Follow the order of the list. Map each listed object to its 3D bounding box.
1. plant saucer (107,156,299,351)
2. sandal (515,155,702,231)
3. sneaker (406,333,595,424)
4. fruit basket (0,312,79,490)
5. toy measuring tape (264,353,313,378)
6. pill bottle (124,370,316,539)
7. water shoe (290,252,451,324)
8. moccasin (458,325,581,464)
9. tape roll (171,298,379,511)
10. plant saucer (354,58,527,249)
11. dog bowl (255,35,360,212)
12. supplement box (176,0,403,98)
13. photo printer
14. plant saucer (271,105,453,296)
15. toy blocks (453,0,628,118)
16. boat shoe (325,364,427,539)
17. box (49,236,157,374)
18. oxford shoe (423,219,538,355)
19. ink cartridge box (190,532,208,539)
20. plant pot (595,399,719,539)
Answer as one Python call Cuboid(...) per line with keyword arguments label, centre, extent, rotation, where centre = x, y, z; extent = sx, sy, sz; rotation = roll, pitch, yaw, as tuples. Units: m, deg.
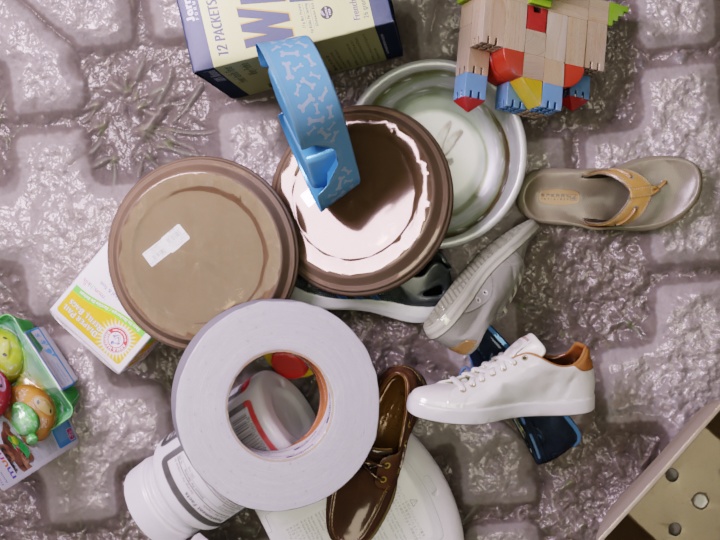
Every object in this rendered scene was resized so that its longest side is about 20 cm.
Cuboid(label="plant saucer", centre=(-0.161, -0.014, 1.181), extent=(0.198, 0.029, 0.202), rotation=(0, 95, 4))
Cuboid(label="sandal", centre=(0.267, -0.081, 1.249), extent=(0.198, 0.054, 0.081), rotation=(-2, 93, 4))
Cuboid(label="sneaker", centre=(0.141, 0.105, 1.185), extent=(0.198, 0.073, 0.085), rotation=(-4, 102, -14))
Cuboid(label="fruit basket", centre=(-0.376, 0.123, 1.228), extent=(0.093, 0.200, 0.186), rotation=(-33, 89, 6))
Cuboid(label="toy measuring tape", centre=(-0.106, 0.083, 1.283), extent=(0.198, 0.074, 0.074), rotation=(-1, 93, 19))
Cuboid(label="pill bottle", centre=(-0.148, 0.205, 1.249), extent=(0.199, 0.114, 0.114), rotation=(-35, 90, 18))
Cuboid(label="water shoe", centre=(0.000, 0.000, 1.254), extent=(0.198, 0.072, 0.080), rotation=(9, 111, 2))
Cuboid(label="moccasin", centre=(0.154, 0.125, 1.253), extent=(0.068, 0.080, 0.200), rotation=(-40, 89, 2))
Cuboid(label="tape roll", centre=(-0.083, 0.128, 1.135), extent=(0.198, 0.066, 0.202), rotation=(0, 90, -13))
Cuboid(label="plant saucer", centre=(0.079, -0.124, 1.262), extent=(0.198, 0.050, 0.202), rotation=(0, 92, 3))
Cuboid(label="dog bowl", centre=(-0.046, -0.141, 1.108), extent=(0.049, 0.200, 0.112), rotation=(-24, 58, -4))
Cuboid(label="supplement box", centre=(-0.070, -0.274, 1.189), extent=(0.198, 0.200, 0.135), rotation=(-13, 90, 5))
Cuboid(label="photo printer", centre=(0.005, 0.274, 1.274), extent=(0.199, 0.069, 0.167), rotation=(-29, 89, 4))
Cuboid(label="plant saucer", centre=(-0.004, -0.075, 1.205), extent=(0.198, 0.029, 0.202), rotation=(-2, 81, 16))
Cuboid(label="toy blocks", centre=(0.177, -0.222, 1.210), extent=(0.198, 0.100, 0.138), rotation=(8, 84, -24))
Cuboid(label="boat shoe", centre=(0.010, 0.190, 1.207), extent=(0.071, 0.068, 0.202), rotation=(20, 84, 12))
Cuboid(label="box", centre=(-0.221, -0.001, 1.255), extent=(0.101, 0.112, 0.200), rotation=(41, 94, 0))
Cuboid(label="oxford shoe", centre=(0.135, 0.018, 1.218), extent=(0.058, 0.075, 0.200), rotation=(46, 52, -7))
Cuboid(label="ink cartridge box", centre=(-0.145, 0.401, 1.253), extent=(0.200, 0.084, 0.146), rotation=(40, 131, 0))
Cuboid(label="plant pot", centre=(0.365, 0.255, 1.196), extent=(0.200, 0.177, 0.200), rotation=(41, 94, 1))
